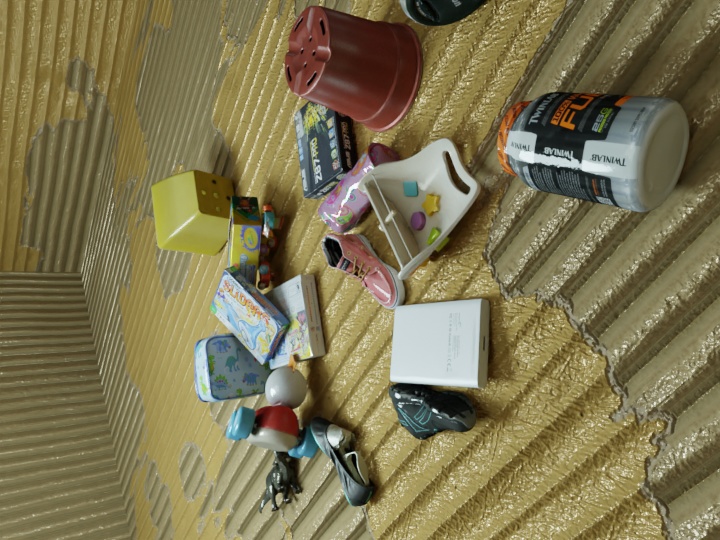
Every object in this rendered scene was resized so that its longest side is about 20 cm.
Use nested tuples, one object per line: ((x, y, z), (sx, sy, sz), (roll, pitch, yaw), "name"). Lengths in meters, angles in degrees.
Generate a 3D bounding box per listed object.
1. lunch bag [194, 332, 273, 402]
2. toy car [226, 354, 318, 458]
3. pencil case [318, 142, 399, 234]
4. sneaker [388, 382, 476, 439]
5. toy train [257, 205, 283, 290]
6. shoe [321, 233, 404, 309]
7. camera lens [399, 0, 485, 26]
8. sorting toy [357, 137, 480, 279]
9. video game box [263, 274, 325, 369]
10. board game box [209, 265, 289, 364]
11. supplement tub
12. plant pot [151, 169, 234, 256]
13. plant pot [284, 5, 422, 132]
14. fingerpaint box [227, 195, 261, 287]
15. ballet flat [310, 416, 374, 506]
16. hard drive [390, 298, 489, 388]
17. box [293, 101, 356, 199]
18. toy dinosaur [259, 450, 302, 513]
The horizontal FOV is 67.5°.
((-0.310, 0.235, 1.334), (0.081, 0.197, 0.165), (-18, 77, 42), "lunch bag")
((-0.176, 0.291, 1.197), (0.177, 0.181, 0.204), (139, 148, -62), "toy car")
((-0.003, -0.154, 1.047), (0.200, 0.086, 0.089), (-45, 56, 42), "pencil case")
((0.121, 0.240, 0.893), (0.199, 0.074, 0.082), (3, 101, 61), "sneaker")
((-0.219, -0.057, 1.317), (0.152, 0.054, 0.203), (-106, 25, -45), "toy train")
((0.000, 0.000, 1.027), (0.201, 0.089, 0.072), (54, 128, 38), "shoe")
((0.119, -0.504, 0.832), (0.159, 0.157, 0.205), (-31, 65, 47), "camera lens")
((0.111, -0.115, 0.891), (0.180, 0.105, 0.203), (-44, 55, 33), "sorting toy")
((-0.162, 0.125, 1.269), (0.198, 0.046, 0.187), (-24, 69, 49), "video game box")
((-0.266, 0.106, 1.280), (0.199, 0.034, 0.137), (41, 125, 16), "board game box")
((0.273, -0.150, 0.656), (0.198, 0.120, 0.126), (25, 108, 49), "supplement tub")
((-0.467, -0.180, 1.566), (0.174, 0.198, 0.205), (-27, 68, 36), "plant pot")
((-0.023, -0.375, 0.984), (0.199, 0.192, 0.207), (-3, 86, 52), "plant pot")
((-0.297, -0.061, 1.361), (0.168, 0.071, 0.204), (-114, 30, -56), "fingerpaint box")
((-0.030, 0.368, 1.084), (0.069, 0.067, 0.201), (-49, 61, 26), "ballet flat")
((0.127, 0.122, 0.896), (0.198, 0.026, 0.136), (-11, 70, 52), "hard drive")
((-0.078, -0.279, 1.169), (0.160, 0.048, 0.206), (-22, 72, 53), "box")
((-0.194, 0.507, 1.296), (0.103, 0.075, 0.203), (62, 139, 48), "toy dinosaur")
